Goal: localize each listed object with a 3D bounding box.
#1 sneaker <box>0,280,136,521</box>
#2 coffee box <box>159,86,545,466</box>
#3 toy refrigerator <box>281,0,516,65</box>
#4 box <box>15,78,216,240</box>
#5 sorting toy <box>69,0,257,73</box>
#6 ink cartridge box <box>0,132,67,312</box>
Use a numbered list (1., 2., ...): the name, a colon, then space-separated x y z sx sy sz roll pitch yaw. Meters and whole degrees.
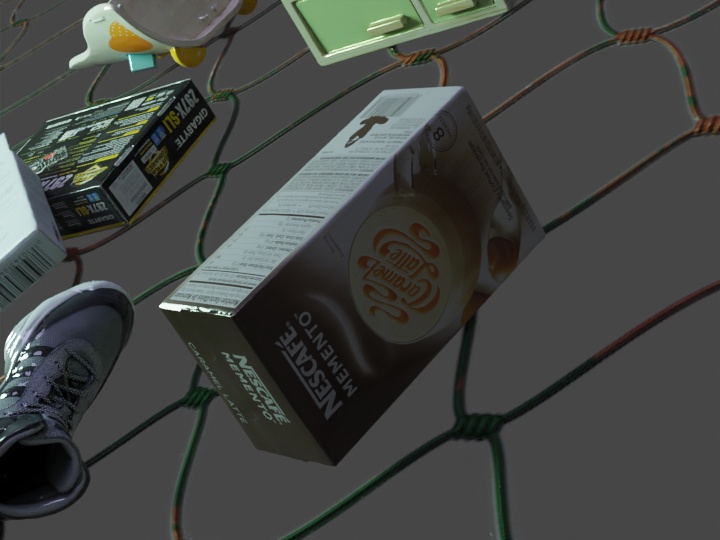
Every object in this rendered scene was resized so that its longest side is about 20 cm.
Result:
1. sneaker: -0.194 0.090 1.036 0.114 0.076 0.200 6 51 52
2. coffee box: 0.000 0.000 0.927 0.200 0.114 0.080 -46 29 -26
3. toy refrigerator: 0.036 -0.236 1.361 0.200 0.076 0.070 -10 32 37
4. box: -0.244 -0.089 1.444 0.200 0.049 0.160 -11 35 38
5. sorting toy: -0.217 -0.261 1.680 0.180 0.107 0.200 -14 29 48
6. ink cartridge box: -0.339 -0.003 1.347 0.196 0.043 0.200 -41 32 5
